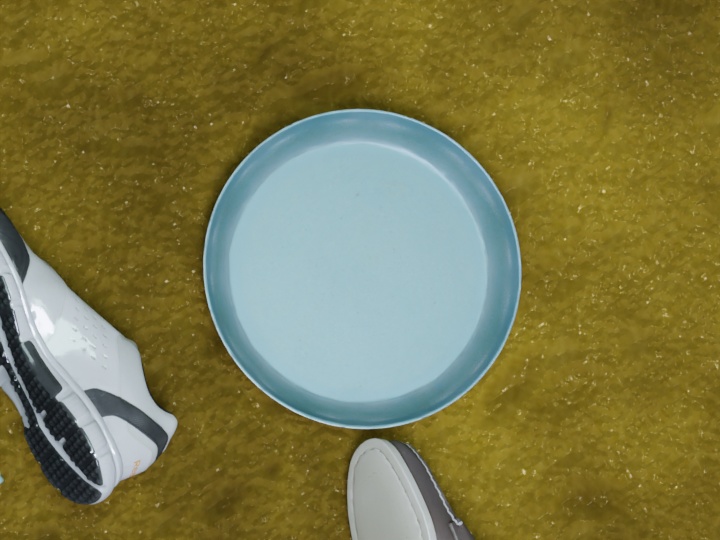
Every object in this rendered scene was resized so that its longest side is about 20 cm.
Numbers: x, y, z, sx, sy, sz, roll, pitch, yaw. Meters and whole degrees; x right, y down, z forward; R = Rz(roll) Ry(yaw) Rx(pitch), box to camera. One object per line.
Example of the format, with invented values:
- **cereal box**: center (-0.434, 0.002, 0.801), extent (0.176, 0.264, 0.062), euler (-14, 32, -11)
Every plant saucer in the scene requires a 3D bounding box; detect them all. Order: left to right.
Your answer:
- **plant saucer**: center (0.000, 0.000, 1.687), extent (0.200, 0.027, 0.200), euler (2, 81, -10)

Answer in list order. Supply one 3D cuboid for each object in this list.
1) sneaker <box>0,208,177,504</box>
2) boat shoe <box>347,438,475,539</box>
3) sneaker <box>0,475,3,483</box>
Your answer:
- **sneaker**: center (-0.185, 0.043, 1.636), extent (0.080, 0.074, 0.200), euler (-24, 81, -40)
- **boat shoe**: center (0.052, 0.194, 1.649), extent (0.059, 0.072, 0.200), euler (-11, 72, -39)
- **sneaker**: center (-0.243, 0.067, 1.596), extent (0.118, 0.074, 0.201), euler (32, 100, 0)
